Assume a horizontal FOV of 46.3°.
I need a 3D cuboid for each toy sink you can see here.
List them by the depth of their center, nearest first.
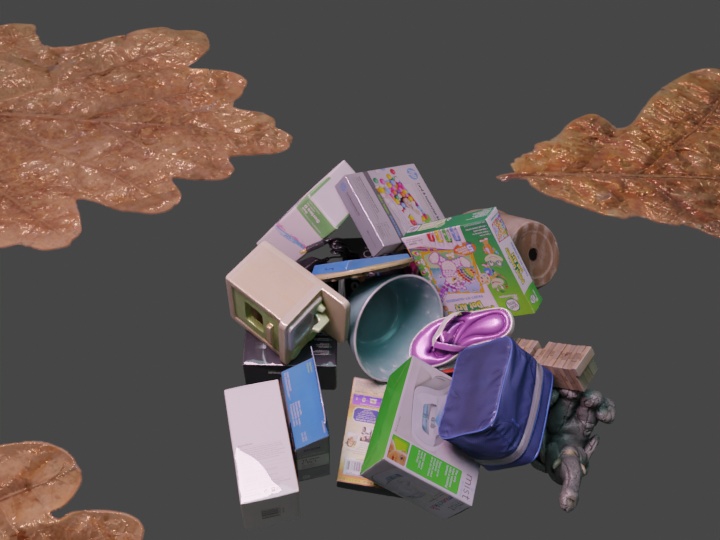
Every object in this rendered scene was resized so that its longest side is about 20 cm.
[{"bbox_3d":[-0.128,0.071,1.459,0.198,0.131,0.112,35,61,18],"label":"toy sink"}]

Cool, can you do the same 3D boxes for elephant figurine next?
[{"bbox_3d":[0.349,0.302,1.442,0.140,0.154,0.204,4,76,43],"label":"elephant figurine"}]

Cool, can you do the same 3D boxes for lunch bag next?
[{"bbox_3d":[0.228,0.215,1.369,0.132,0.135,0.203,39,54,-24],"label":"lunch bag"}]

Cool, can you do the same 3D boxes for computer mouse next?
[{"bbox_3d":[-0.103,-0.001,1.600,0.196,0.141,0.047,-18,69,8],"label":"computer mouse"}]

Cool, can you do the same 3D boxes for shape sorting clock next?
[{"bbox_3d":[0.000,0.000,1.516,0.195,0.200,0.040,-7,90,-7],"label":"shape sorting clock"}]

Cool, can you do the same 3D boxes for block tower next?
[{"bbox_3d":[0.312,0.158,1.445,0.198,0.058,0.054,1,43,53],"label":"block tower"}]

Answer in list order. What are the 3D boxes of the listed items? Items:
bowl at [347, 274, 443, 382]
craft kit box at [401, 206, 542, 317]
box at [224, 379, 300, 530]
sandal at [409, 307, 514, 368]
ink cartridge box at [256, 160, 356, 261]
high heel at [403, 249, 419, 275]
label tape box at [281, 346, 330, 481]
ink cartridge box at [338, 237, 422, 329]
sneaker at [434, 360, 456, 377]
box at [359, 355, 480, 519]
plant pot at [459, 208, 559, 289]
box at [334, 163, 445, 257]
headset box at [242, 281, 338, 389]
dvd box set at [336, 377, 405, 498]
[{"bbox_3d":[0.045,0.091,1.547,0.199,0.204,0.104,-31,30,-22],"label":"bowl"},{"bbox_3d":[0.197,-0.003,1.501,0.198,0.199,0.049,-11,30,45],"label":"craft kit box"},{"bbox_3d":[-0.164,0.308,1.410,0.095,0.125,0.203,-9,56,-9],"label":"box"},{"bbox_3d":[0.172,0.108,1.486,0.200,0.050,0.084,-24,64,15],"label":"sandal"},{"bbox_3d":[-0.092,-0.101,1.632,0.088,0.199,0.146,46,46,-6],"label":"ink cartridge box"},{"bbox_3d":[0.082,-0.057,1.651,0.094,0.068,0.202,18,49,-4],"label":"high heel"},{"bbox_3d":[-0.093,0.243,1.411,0.065,0.202,0.145,-10,55,-7],"label":"label tape box"},{"bbox_3d":[0.059,0.022,1.668,0.193,0.044,0.203,-2,56,-6],"label":"ink cartridge box"},{"bbox_3d":[0.187,0.149,1.569,0.197,0.068,0.109,-12,58,-16],"label":"sneaker"},{"bbox_3d":[0.114,0.282,1.419,0.174,0.097,0.202,30,52,-10],"label":"box"},{"bbox_3d":[0.273,-0.023,1.577,0.196,0.173,0.205,2,87,-26],"label":"plant pot"},{"bbox_3d":[0.064,-0.117,1.593,0.198,0.041,0.158,-14,70,-45],"label":"box"},{"bbox_3d":[-0.125,0.121,1.559,0.170,0.094,0.203,0,55,-3],"label":"headset box"},{"bbox_3d":[0.042,0.293,1.485,0.143,0.030,0.203,8,54,2],"label":"dvd box set"}]
